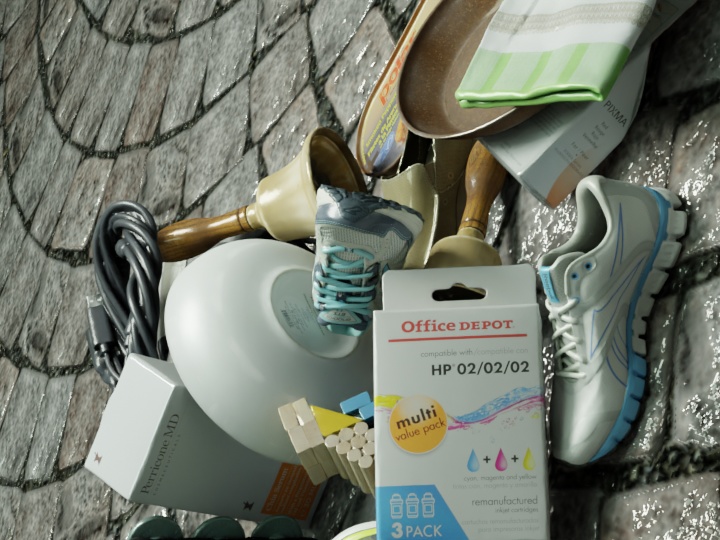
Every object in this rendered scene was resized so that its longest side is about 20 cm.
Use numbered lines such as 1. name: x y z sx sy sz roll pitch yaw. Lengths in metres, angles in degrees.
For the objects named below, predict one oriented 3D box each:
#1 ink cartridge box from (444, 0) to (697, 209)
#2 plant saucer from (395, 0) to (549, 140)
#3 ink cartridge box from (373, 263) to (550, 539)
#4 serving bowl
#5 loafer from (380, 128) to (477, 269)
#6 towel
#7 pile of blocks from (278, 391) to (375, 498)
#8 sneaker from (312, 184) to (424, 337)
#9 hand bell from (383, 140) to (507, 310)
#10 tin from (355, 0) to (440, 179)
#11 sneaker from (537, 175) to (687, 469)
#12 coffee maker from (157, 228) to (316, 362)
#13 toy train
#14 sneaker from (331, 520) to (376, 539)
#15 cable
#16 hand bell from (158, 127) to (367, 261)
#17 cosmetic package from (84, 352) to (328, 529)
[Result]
1. ink cartridge box: 0.169 -0.158 1.309 0.200 0.050 0.162 -43 33 5
2. plant saucer: 0.114 -0.170 1.310 0.200 0.037 0.201 -32 35 26
3. ink cartridge box: 0.068 0.087 1.189 0.068 0.115 0.200 64 -156 -75
4. serving bowl: -0.053 0.051 1.384 0.066 0.200 0.200 -45 36 39
5. loafer: 0.048 -0.052 1.415 0.076 0.067 0.200 -17 55 60
6. towel: 0.154 -0.203 1.234 0.149 0.031 0.200 0 57 51
7. pile of blocks: 0.035 0.140 1.281 0.200 0.062 0.082 19 61 29
8. sneaker: 0.000 0.000 1.288 0.200 0.077 0.086 77 -150 -74
9. hand bell: 0.087 -0.036 1.341 0.104 0.104 0.200 -35 32 47
10. tin: 0.060 -0.166 1.501 0.200 0.042 0.112 -61 32 18
11. sneaker: 0.147 0.030 1.169 0.075 0.087 0.200 -1 73 58
12. coffee maker: -0.115 0.065 1.558 0.192 0.135 0.200 -26 51 51
13. toy train: -0.107 0.255 1.366 0.085 0.200 0.114 35 117 59
14. sneaker: -0.026 0.252 1.275 0.200 0.074 0.081 -30 25 7
15. cable: -0.189 0.038 1.475 0.200 0.051 0.163 -112 31 -46
16. hand bell: -0.102 -0.041 1.502 0.200 0.104 0.104 -19 52 23
17. cosmetic package: -0.112 0.141 1.423 0.071 0.200 0.102 28 98 45
